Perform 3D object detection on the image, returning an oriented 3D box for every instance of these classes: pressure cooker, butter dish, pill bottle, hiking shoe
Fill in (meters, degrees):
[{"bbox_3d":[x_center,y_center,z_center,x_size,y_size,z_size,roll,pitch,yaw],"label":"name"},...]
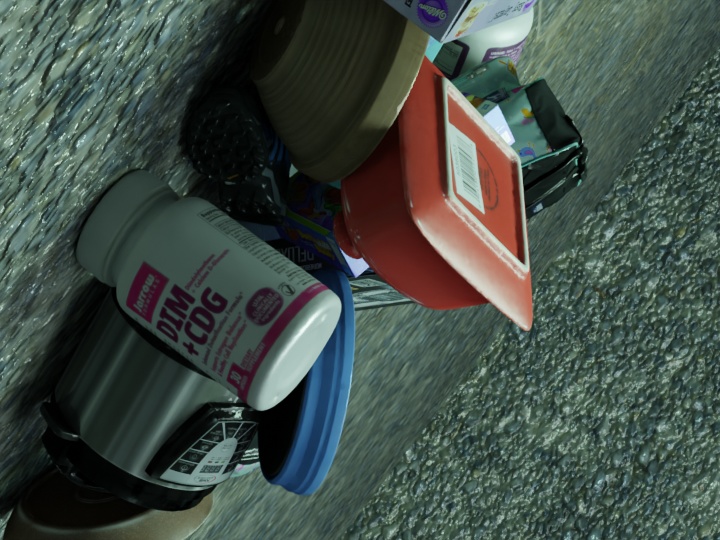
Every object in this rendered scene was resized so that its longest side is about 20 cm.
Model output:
[{"bbox_3d":[-0.178,0.115,1.599,0.201,0.175,0.179,-57,-174,18],"label":"pressure cooker"},{"bbox_3d":[0.044,-0.052,1.505,0.147,0.201,0.199,-22,139,26],"label":"butter dish"},{"bbox_3d":[0.115,-0.246,1.876,0.112,0.112,0.201,-44,164,-38],"label":"pill bottle"},{"bbox_3d":[-0.103,-0.116,1.561,0.200,0.074,0.087,80,19,-65],"label":"hiking shoe"},{"bbox_3d":[-0.125,0.013,1.462,0.114,0.199,0.114,-51,167,-17],"label":"pill bottle"}]

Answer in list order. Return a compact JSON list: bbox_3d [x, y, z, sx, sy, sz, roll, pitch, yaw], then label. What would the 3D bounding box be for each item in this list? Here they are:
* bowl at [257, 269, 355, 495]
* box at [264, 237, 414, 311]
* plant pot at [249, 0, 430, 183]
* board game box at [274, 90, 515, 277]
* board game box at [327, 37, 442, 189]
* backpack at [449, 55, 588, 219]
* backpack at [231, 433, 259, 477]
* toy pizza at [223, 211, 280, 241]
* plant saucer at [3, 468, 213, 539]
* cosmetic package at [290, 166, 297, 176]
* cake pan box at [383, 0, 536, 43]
[{"bbox_3d":[-0.052,0.097,1.605,0.201,0.039,0.202,-170,-90,-75],"label":"bowl"},{"bbox_3d":[0.000,0.000,1.753,0.200,0.157,0.050,15,69,-63],"label":"box"},{"bbox_3d":[-0.029,-0.180,1.477,0.201,0.092,0.202,-49,-152,38],"label":"plant pot"},{"bbox_3d":[0.024,-0.090,1.650,0.200,0.134,0.045,-41,125,-16],"label":"board game box"},{"bbox_3d":[0.007,-0.190,1.587,0.201,0.047,0.151,-60,-153,19],"label":"board game box"},{"bbox_3d":[0.108,-0.110,1.803,0.199,0.154,0.176,-33,169,0],"label":"backpack"},{"bbox_3d":[-0.139,0.147,1.863,0.126,0.168,0.200,-21,178,25],"label":"backpack"},{"bbox_3d":[-0.100,0.028,1.755,0.200,0.032,0.202,31,54,-58],"label":"toy pizza"},{"bbox_3d":[-0.238,0.216,1.687,0.200,0.199,0.035,-37,123,-53],"label":"plant saucer"},{"bbox_3d":[-0.031,-0.077,1.870,0.102,0.071,0.200,-52,168,-15],"label":"cosmetic package"},{"bbox_3d":[0.043,-0.261,1.413,0.052,0.184,0.200,-56,169,27],"label":"cake pan box"}]
